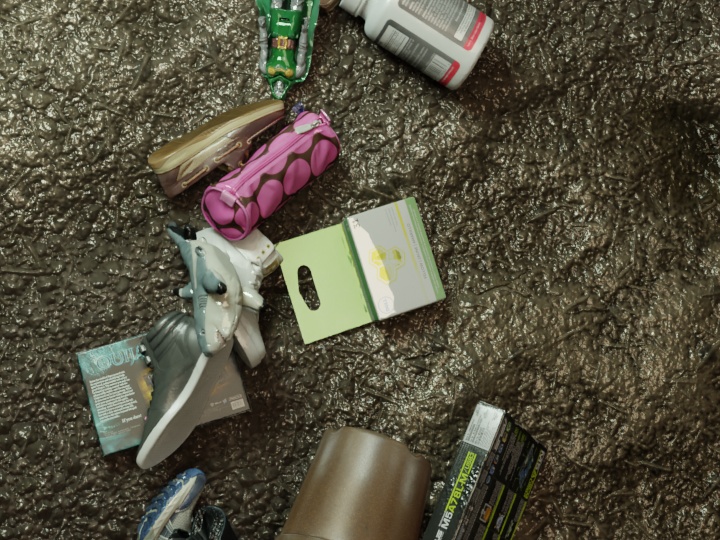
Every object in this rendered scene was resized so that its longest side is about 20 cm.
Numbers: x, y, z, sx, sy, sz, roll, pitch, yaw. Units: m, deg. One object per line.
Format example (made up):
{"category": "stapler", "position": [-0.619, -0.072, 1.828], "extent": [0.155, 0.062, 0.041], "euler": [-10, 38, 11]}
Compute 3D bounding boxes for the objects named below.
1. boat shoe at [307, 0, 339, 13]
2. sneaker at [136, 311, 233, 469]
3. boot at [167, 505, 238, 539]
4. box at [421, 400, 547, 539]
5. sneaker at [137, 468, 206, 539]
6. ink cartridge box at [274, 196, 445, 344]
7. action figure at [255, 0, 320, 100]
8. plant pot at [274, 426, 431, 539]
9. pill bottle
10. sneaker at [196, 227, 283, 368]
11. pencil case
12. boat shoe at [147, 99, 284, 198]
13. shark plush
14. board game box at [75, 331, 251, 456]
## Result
{"category": "boat shoe", "position": [-0.029, -0.457, 1.538], "extent": [0.075, 0.074, 0.203], "euler": [21, 79, -9]}
{"category": "sneaker", "position": [-0.244, 0.142, 1.398], "extent": [0.098, 0.071, 0.202], "euler": [32, 96, 23]}
{"category": "boot", "position": [-0.203, 0.400, 1.345], "extent": [0.201, 0.076, 0.169], "euler": [-54, 141, -23]}
{"category": "box", "position": [0.163, 0.291, 1.443], "extent": [0.047, 0.193, 0.203], "euler": [17, 77, 29]}
{"category": "sneaker", "position": [-0.241, 0.345, 1.404], "extent": [0.085, 0.077, 0.202], "euler": [32, 85, -17]}
{"category": "ink cartridge box", "position": [0.000, 0.000, 1.505], "extent": [0.197, 0.048, 0.148], "euler": [-18, 88, -16]}
{"category": "action figure", "position": [-0.100, -0.329, 1.503], "extent": [0.116, 0.055, 0.204], "euler": [6, 99, 8]}
{"category": "plant pot", "position": [-0.007, 0.315, 1.389], "extent": [0.198, 0.200, 0.201], "euler": [23, 65, -9]}
{"category": "pill bottle", "position": [0.074, -0.344, 1.529], "extent": [0.198, 0.111, 0.112], "euler": [31, 78, -8]}
{"category": "sneaker", "position": [-0.142, 0.018, 1.436], "extent": [0.114, 0.074, 0.202], "euler": [-24, 68, -16]}
{"category": "pencil case", "position": [-0.114, -0.127, 1.448], "extent": [0.091, 0.094, 0.200], "euler": [45, 61, 0]}
{"category": "boat shoe", "position": [-0.181, -0.160, 1.479], "extent": [0.198, 0.072, 0.073], "euler": [-32, 114, -20]}
{"category": "shark plush", "position": [-0.203, 0.008, 1.369], "extent": [0.083, 0.091, 0.201], "euler": [-45, 65, 14]}
{"category": "board game box", "position": [-0.252, 0.144, 1.439], "extent": [0.197, 0.028, 0.138], "euler": [-15, 85, -14]}
